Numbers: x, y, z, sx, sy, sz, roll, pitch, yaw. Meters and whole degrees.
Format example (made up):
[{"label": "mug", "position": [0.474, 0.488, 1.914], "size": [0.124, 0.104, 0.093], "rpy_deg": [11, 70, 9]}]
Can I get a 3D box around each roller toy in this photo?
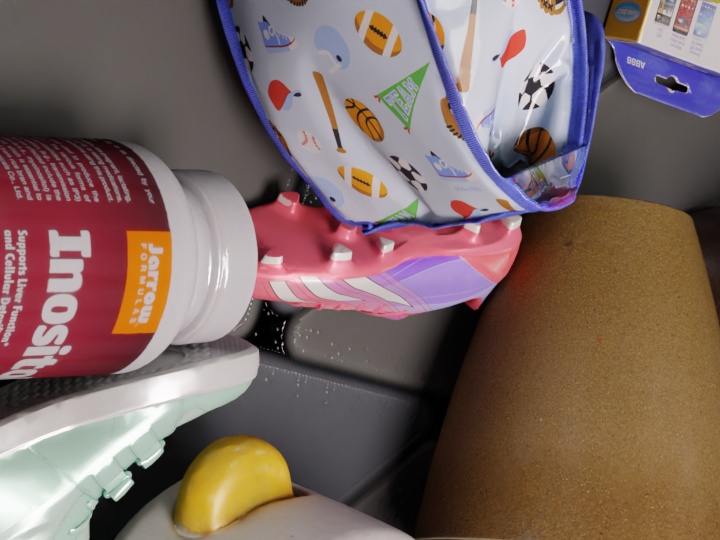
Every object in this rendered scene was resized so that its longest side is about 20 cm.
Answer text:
[{"label": "roller toy", "position": [-0.056, 0.199, 1.255], "size": [0.183, 0.140, 0.200], "rpy_deg": [-58, 142, -16]}]

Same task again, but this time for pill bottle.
[{"label": "pill bottle", "position": [-0.150, -0.006, 1.132], "size": [0.200, 0.113, 0.113], "rpy_deg": [-1, 103, -41]}]

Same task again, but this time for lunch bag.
[{"label": "lunch bag", "position": [0.024, -0.119, 1.193], "size": [0.124, 0.170, 0.200], "rpy_deg": [-21, 99, -34]}]

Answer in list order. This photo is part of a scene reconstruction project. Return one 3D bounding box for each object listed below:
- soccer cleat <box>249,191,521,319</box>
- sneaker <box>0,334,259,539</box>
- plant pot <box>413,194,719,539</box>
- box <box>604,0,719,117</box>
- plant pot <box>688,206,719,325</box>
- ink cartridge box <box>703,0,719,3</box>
[{"label": "soccer cleat", "position": [0.000, 0.000, 1.306], "size": [0.200, 0.067, 0.077], "rpy_deg": [-9, 132, -35]}, {"label": "sneaker", "position": [-0.133, 0.107, 1.197], "size": [0.200, 0.074, 0.118], "rpy_deg": [-22, 110, -20]}, {"label": "plant pot", "position": [0.134, 0.064, 1.379], "size": [0.186, 0.186, 0.200], "rpy_deg": [16, 77, -43]}, {"label": "box", "position": [0.218, -0.193, 1.447], "size": [0.119, 0.041, 0.200], "rpy_deg": [15, 90, -33]}, {"label": "plant pot", "position": [0.272, 0.054, 1.469], "size": [0.200, 0.198, 0.201], "rpy_deg": [-13, 109, -39]}, {"label": "ink cartridge box", "position": [0.161, -0.216, 1.290], "size": [0.146, 0.200, 0.083], "rpy_deg": [44, 72, -40]}]
